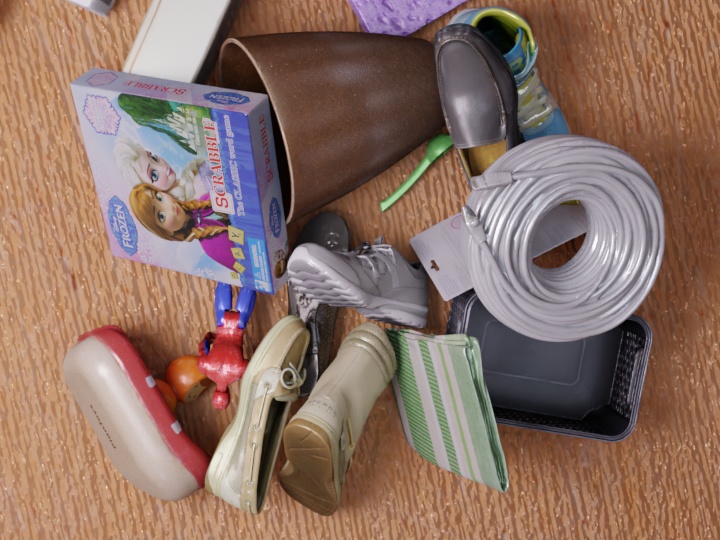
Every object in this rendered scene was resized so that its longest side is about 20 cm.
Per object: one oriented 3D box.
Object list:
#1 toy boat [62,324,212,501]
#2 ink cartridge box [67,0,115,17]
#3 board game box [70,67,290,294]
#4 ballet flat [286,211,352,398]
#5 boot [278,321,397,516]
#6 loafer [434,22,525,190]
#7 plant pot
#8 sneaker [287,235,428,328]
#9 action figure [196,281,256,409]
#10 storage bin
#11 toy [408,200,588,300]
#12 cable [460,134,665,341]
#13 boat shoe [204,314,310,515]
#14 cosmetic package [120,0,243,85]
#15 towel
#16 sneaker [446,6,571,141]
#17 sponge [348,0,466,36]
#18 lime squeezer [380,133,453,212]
[{"bbox_3d":[-0.210,0.136,1.102,0.131,0.130,0.201,-32,97,-30],"label":"toy boat"},{"bbox_3d":[-0.317,-0.374,1.083,0.199,0.057,0.163,26,93,15],"label":"ink cartridge box"},{"bbox_3d":[-0.171,-0.086,1.022,0.199,0.041,0.201,12,128,24],"label":"board game box"},{"bbox_3d":[-0.047,0.037,1.133,0.067,0.046,0.201,7,89,17],"label":"ballet flat"},{"bbox_3d":[-0.022,0.159,1.112,0.073,0.200,0.156,22,55,15],"label":"boot"},{"bbox_3d":[0.118,-0.143,1.021,0.073,0.072,0.200,-9,130,25],"label":"loafer"},{"bbox_3d":[-0.015,-0.163,1.057,0.199,0.187,0.188,-19,96,-18],"label":"plant pot"},{"bbox_3d":[0.000,0.000,1.084,0.074,0.200,0.082,4,77,38],"label":"sneaker"},{"bbox_3d":[-0.133,0.052,1.121,0.065,0.099,0.201,7,72,-1],"label":"action figure"},{"bbox_3d":[0.193,0.095,1.125,0.199,0.094,0.136,10,94,-5],"label":"storage bin"},{"bbox_3d":[0.164,-0.034,1.117,0.199,0.115,0.047,-29,128,1],"label":"toy"},{"bbox_3d":[0.194,-0.030,1.017,0.199,0.069,0.201,-20,111,-10],"label":"cable"},{"bbox_3d":[-0.091,0.145,1.071,0.063,0.073,0.201,23,86,22],"label":"boat shoe"},{"bbox_3d":[-0.167,-0.259,1.064,0.073,0.104,0.201,24,92,-5],"label":"cosmetic package"},{"bbox_3d":[0.081,0.132,1.071,0.023,0.200,0.153,-17,97,-22],"label":"towel"},{"bbox_3d":[0.161,-0.183,1.079,0.079,0.131,0.200,-39,98,0],"label":"sneaker"},{"bbox_3d":[0.078,-0.327,1.111,0.199,0.030,0.112,-30,96,-1],"label":"sponge"},{"bbox_3d":[0.113,-0.114,1.118,0.199,0.038,0.071,-9,77,9],"label":"lime squeezer"}]
